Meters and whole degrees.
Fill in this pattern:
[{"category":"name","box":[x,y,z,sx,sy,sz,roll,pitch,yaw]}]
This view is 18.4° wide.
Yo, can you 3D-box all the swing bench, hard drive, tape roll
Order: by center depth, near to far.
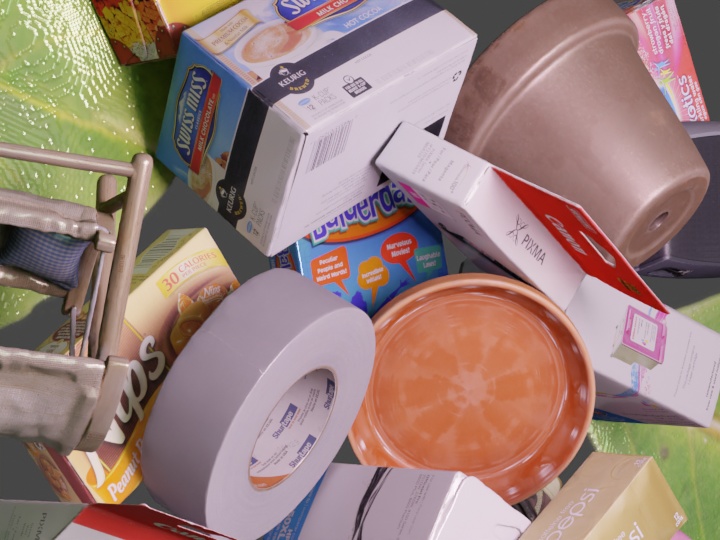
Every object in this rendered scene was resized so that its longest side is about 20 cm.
[{"category":"swing bench","box":[-0.256,0.013,1.481,0.197,0.130,0.202,8,82,-17]},{"category":"tape roll","box":[-0.073,0.101,1.636,0.200,0.066,0.201,-44,151,-32]},{"category":"hard drive","box":[0.311,-0.061,1.911,0.199,0.042,0.136,-2,91,-40]}]

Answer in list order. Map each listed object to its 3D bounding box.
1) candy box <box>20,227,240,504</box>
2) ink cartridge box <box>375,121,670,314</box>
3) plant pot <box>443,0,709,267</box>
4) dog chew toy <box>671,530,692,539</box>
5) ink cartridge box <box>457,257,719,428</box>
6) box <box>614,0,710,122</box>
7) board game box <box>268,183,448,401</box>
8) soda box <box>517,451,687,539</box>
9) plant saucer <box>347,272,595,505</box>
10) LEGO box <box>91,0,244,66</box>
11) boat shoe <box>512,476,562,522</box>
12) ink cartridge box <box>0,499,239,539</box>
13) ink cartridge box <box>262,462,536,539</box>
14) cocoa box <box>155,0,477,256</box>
[{"category":"candy box","box":[-0.164,0.073,1.639,0.200,0.055,0.116,-44,115,-31]},{"category":"ink cartridge box","box":[0.124,-0.023,1.676,0.044,0.173,0.200,-56,143,-6]},{"category":"plant pot","box":[0.182,-0.097,1.779,0.199,0.201,0.175,-25,62,-37]},{"category":"dog chew toy","box":[0.235,0.264,1.863,0.124,0.199,0.126,2,87,-39]},{"category":"ink cartridge box","box":[0.188,0.060,1.869,0.199,0.144,0.085,27,73,-35]},{"category":"box","box":[0.237,-0.130,1.945,0.095,0.099,0.201,-28,106,-36]},{"category":"board game box","box":[0.000,0.000,1.782,0.151,0.045,0.202,-15,97,-38]},{"category":"soda box","box":[0.151,0.221,1.625,0.200,0.067,0.064,-46,116,-29]},{"category":"plant saucer","box":[0.083,0.095,1.741,0.198,0.032,0.202,-2,113,-4]},{"category":"LEGO box","box":[-0.119,-0.266,1.674,0.200,0.077,0.150,-35,110,-34]},{"category":"boat shoe","box":[0.091,0.165,1.833,0.200,0.071,0.066,34,63,-38]},{"category":"ink cartridge box","box":[-0.149,0.203,1.553,0.160,0.199,0.050,24,74,-35]},{"category":"ink cartridge box","box":[0.043,0.218,1.709,0.144,0.199,0.085,38,66,-31]},{"category":"cocoa box","box":[-0.034,-0.131,1.669,0.131,0.134,0.200,40,49,21]}]
